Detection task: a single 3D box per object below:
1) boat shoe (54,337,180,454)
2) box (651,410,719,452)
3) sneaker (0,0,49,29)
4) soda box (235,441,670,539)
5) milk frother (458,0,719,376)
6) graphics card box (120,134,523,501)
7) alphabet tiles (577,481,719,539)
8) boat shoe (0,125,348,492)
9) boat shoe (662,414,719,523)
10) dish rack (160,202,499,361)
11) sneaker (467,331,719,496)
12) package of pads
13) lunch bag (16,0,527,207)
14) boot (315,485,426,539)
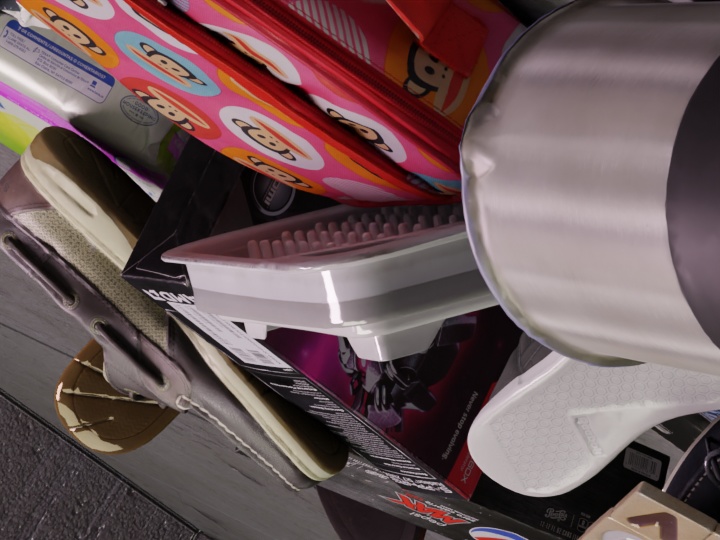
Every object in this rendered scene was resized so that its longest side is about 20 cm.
[{"bbox_3d":[-0.065,0.004,1.252,0.073,0.200,0.065,49,-166,-15],"label":"boat shoe"},{"bbox_3d":[0.202,0.076,1.157,0.200,0.049,0.160,35,167,-18],"label":"box"},{"bbox_3d":[-0.183,-0.113,1.134,0.199,0.130,0.079,33,170,-11],"label":"sneaker"},{"bbox_3d":[0.045,0.089,1.280,0.199,0.064,0.071,24,158,-19],"label":"soda box"},{"bbox_3d":[0.127,0.030,0.750,0.180,0.201,0.188,31,171,-24],"label":"milk frother"},{"bbox_3d":[0.000,0.000,1.150,0.051,0.126,0.200,7,154,49],"label":"graphics card box"},{"bbox_3d":[0.179,0.147,1.037,0.199,0.008,0.167,28,154,-2],"label":"alphabet tiles"},{"bbox_3d":[-0.089,0.026,1.187,0.201,0.066,0.072,48,-161,-3],"label":"boat shoe"},{"bbox_3d":[0.170,0.082,1.015,0.075,0.062,0.200,54,141,2],"label":"boat shoe"},{"bbox_3d":[0.030,-0.005,0.986,0.200,0.171,0.044,-174,70,-68],"label":"dish rack"},{"bbox_3d":[0.122,0.008,1.033,0.071,0.099,0.200,38,137,-16],"label":"sneaker"},{"bbox_3d":[-0.121,-0.082,1.276,0.154,0.068,0.200,30,170,13],"label":"package of pads"},{"bbox_3d":[-0.032,-0.099,0.937,0.200,0.082,0.176,33,166,-25],"label":"lunch bag"},{"bbox_3d":[0.038,0.120,1.538,0.200,0.068,0.189,46,-161,-49],"label":"boot"}]
